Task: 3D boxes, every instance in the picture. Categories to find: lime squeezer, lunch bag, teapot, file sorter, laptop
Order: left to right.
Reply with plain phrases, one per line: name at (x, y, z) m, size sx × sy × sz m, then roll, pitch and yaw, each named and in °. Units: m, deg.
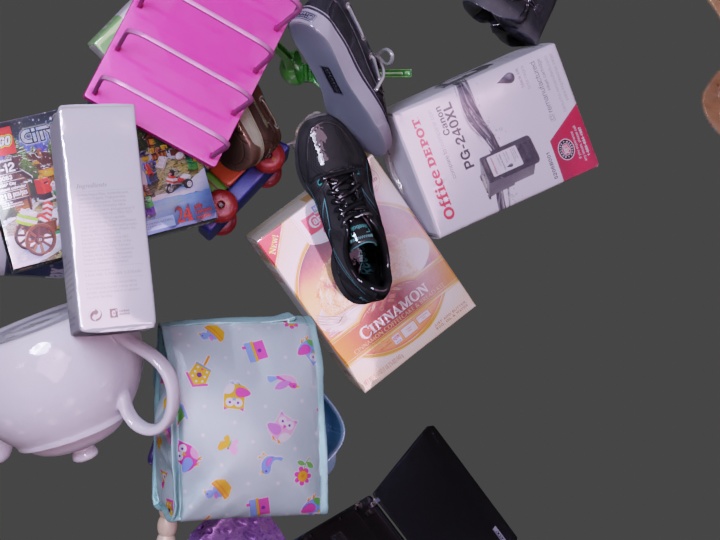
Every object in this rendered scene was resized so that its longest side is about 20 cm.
teapot at (-0.288, 0.117, 1.507) m, size 0.197 × 0.200 × 0.147 m, roll -22°, pitch 98°, yaw -13°
file sorter at (-0.139, -0.219, 1.404) m, size 0.139 × 0.125 × 0.201 m, roll 28°, pitch 81°, yaw -13°
lunch bag at (-0.123, 0.144, 1.549) m, size 0.169 × 0.122 × 0.201 m, roll -1°, pitch 89°, yaw -16°
lime squeezer at (-0.038, -0.215, 1.609) m, size 0.199 × 0.071 × 0.038 m, roll 5°, pitch 63°, yaw -45°
laptop at (0.044, 0.305, 1.713) m, size 0.200 × 0.103 × 0.178 m, roll -33°, pitch 104°, yaw 17°

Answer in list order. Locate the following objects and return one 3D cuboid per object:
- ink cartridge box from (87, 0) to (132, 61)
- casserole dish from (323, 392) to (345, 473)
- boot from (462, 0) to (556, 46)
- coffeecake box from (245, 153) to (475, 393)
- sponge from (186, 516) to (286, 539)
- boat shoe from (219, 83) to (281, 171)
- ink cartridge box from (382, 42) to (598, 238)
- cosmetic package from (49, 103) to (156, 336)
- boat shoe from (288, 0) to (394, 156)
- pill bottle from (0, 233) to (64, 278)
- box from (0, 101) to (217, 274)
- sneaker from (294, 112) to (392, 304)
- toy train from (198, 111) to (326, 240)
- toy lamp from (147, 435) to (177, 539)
ink cartridge box at (-0.164, -0.259, 1.565) m, size 0.117 × 0.067 × 0.200 m, roll 45°, pitch 84°, yaw -15°
casserole dish at (-0.105, 0.147, 1.640) m, size 0.121 × 0.039 × 0.200 m, roll -42°, pitch 104°, yaw -7°
boot at (0.158, -0.360, 1.639) m, size 0.164 × 0.066 × 0.201 m, roll 30°, pitch 85°, yaw -17°
coffeecake box at (0.000, 0.000, 1.635) m, size 0.153 × 0.073 × 0.200 m, roll -37°, pitch 103°, yaw -8°
sponge at (-0.162, 0.331, 1.605) m, size 0.200 × 0.030 × 0.112 m, roll -41°, pitch 117°, yaw -19°
boat shoe at (-0.143, -0.198, 1.517) m, size 0.075 × 0.075 × 0.203 m, roll -32°, pitch 99°, yaw -45°
ink cartridge box at (0.131, -0.138, 1.650) m, size 0.199 × 0.083 × 0.146 m, roll -25°, pitch 102°, yaw -12°
cosmetic package at (-0.232, -0.043, 1.388) m, size 0.074 × 0.102 × 0.201 m, roll -4°, pitch 87°, yaw -16°
boat shoe at (-0.007, -0.200, 1.545) m, size 0.068 × 0.073 × 0.200 m, roll -52°, pitch 134°, yaw -22°
pill bottle at (-0.318, -0.052, 1.519) m, size 0.199 × 0.120 × 0.120 m, roll 3°, pitch 95°, yaw -15°
box at (-0.249, -0.088, 1.459) m, size 0.199 × 0.038 × 0.137 m, roll -16°, pitch 88°, yaw -17°
sneaker at (-0.007, -0.062, 1.548) m, size 0.075 × 0.079 × 0.201 m, roll -21°, pitch 99°, yaw -12°
toy train at (-0.124, -0.139, 1.591) m, size 0.116 × 0.085 × 0.200 m, roll 42°, pitch 79°, yaw 2°
toy lamp at (-0.200, 0.254, 1.618) m, size 0.058 × 0.058 × 0.201 m, roll 5°, pitch 97°, yaw -16°
